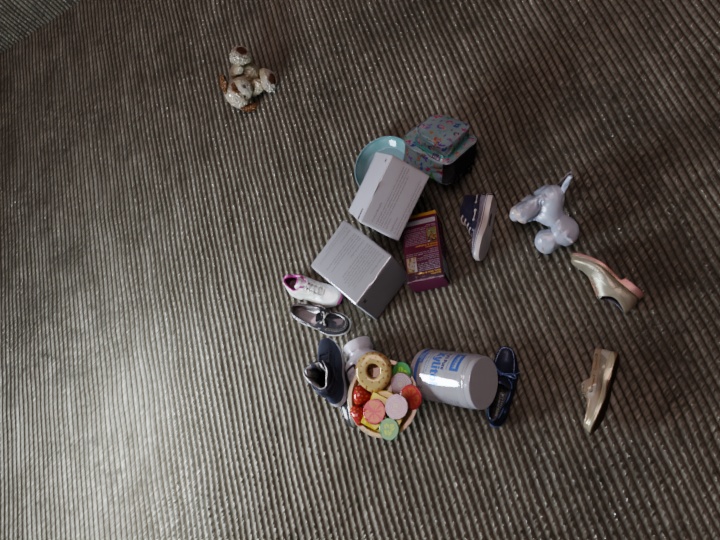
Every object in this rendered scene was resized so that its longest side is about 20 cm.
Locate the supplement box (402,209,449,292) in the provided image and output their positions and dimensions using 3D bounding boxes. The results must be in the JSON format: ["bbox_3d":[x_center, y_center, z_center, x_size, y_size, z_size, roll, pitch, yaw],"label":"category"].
[{"bbox_3d":[0.184,-0.054,1.726,0.107,0.086,0.206,-12,67,18],"label":"supplement box"}]

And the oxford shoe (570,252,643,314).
[{"bbox_3d":[0.607,0.029,1.530,0.199,0.071,0.074,39,91,29],"label":"oxford shoe"}]

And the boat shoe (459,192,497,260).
[{"bbox_3d":[0.320,-0.124,1.709,0.091,0.075,0.205,5,66,31],"label":"boat shoe"}]

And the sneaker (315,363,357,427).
[{"bbox_3d":[-0.065,0.359,1.698,0.105,0.075,0.204,-29,54,15],"label":"sneaker"}]

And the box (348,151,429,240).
[{"bbox_3d":[0.075,-0.216,1.728,0.128,0.200,0.203,25,98,-16],"label":"box"}]

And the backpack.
[{"bbox_3d":[0.222,-0.361,1.777,0.197,0.153,0.177,25,51,33],"label":"backpack"}]

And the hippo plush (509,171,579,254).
[{"bbox_3d":[0.512,-0.140,1.612,0.198,0.159,0.163,-31,93,25],"label":"hippo plush"}]

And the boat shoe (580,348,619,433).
[{"bbox_3d":[0.565,0.286,1.459,0.064,0.072,0.205,13,75,34],"label":"boat shoe"}]

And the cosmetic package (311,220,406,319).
[{"bbox_3d":[0.000,0.000,1.738,0.199,0.166,0.169,38,89,29],"label":"cosmetic package"}]

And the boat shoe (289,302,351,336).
[{"bbox_3d":[-0.121,0.140,1.799,0.196,0.060,0.076,17,78,27],"label":"boat shoe"}]

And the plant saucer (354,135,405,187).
[{"bbox_3d":[0.077,-0.320,1.893,0.195,0.036,0.206,-7,70,20],"label":"plant saucer"}]

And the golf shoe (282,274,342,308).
[{"bbox_3d":[-0.149,0.060,1.823,0.195,0.092,0.077,11,74,24],"label":"golf shoe"}]

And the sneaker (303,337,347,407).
[{"bbox_3d":[-0.100,0.249,1.640,0.076,0.146,0.206,-26,52,13],"label":"sneaker"}]

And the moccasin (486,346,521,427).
[{"bbox_3d":[0.363,0.292,1.538,0.078,0.068,0.206,1,72,23],"label":"moccasin"}]

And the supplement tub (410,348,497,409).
[{"bbox_3d":[0.232,0.271,1.532,0.197,0.130,0.136,-2,69,47],"label":"supplement tub"}]

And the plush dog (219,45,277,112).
[{"bbox_3d":[-0.422,-0.664,2.167,0.159,0.199,0.175,-3,55,56],"label":"plush dog"}]

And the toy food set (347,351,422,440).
[{"bbox_3d":[0.058,0.321,1.541,0.194,0.049,0.204,21,84,22],"label":"toy food set"}]

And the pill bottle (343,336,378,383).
[{"bbox_3d":[0.022,0.290,1.657,0.109,0.111,0.204,-27,64,11],"label":"pill bottle"}]
